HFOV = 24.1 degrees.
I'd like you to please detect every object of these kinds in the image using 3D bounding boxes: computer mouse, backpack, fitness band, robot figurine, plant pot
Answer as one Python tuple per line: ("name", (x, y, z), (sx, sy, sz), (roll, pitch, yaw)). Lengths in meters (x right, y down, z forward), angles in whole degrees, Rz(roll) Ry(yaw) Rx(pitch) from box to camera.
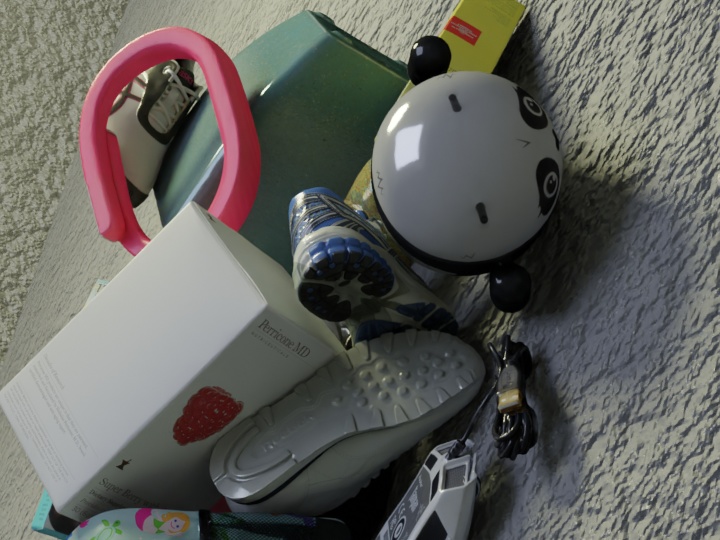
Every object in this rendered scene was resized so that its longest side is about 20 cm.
("computer mouse", (0.058, 0.144, 1.058), (0.201, 0.044, 0.110), (-60, 13, 18))
("backpack", (-0.110, 0.246, 1.118), (0.151, 0.199, 0.178), (-83, 2, -50))
("fitness band", (-0.148, -0.095, 1.309), (0.143, 0.037, 0.201), (-29, 60, 19))
("robot figurine", (0.070, -0.061, 1.097), (0.125, 0.150, 0.200), (-58, -5, -3))
("plant pot", (-0.039, -0.098, 1.404), (0.201, 0.196, 0.196), (-58, 19, 11))

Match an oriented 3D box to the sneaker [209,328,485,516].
("sneaker", (-0.003, 0.111, 1.151), (0.199, 0.081, 0.077), (-26, 45, 2))

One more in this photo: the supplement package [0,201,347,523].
("supplement package", (-0.128, 0.077, 1.173), (0.200, 0.121, 0.120), (-45, 51, 7))

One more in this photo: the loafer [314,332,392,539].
("loafer", (-0.013, 0.138, 1.243), (0.201, 0.073, 0.071), (-68, 9, -22))

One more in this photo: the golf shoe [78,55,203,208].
("golf shoe", (-0.182, -0.137, 1.430), (0.088, 0.077, 0.201), (-30, 35, 22))

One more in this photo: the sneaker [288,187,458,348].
("sneaker", (0.007, 0.003, 1.167), (0.077, 0.200, 0.086), (-26, 58, 8))

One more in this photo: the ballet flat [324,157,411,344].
("ballet flat", (0.000, 0.000, 1.261), (0.201, 0.070, 0.071), (98, 180, -50))

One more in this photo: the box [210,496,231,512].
("box", (-0.110, 0.212, 1.351), (0.128, 0.108, 0.201), (-25, 45, 65))

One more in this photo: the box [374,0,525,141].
("box", (0.071, -0.151, 1.269), (0.075, 0.050, 0.200), (-58, 1, 33))

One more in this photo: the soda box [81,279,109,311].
("soda box", (-0.129, 0.067, 1.298), (0.199, 0.064, 0.069), (14, 68, 31))

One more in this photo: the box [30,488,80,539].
("box", (-0.196, 0.130, 1.390), (0.049, 0.082, 0.201), (-21, 49, 67))
